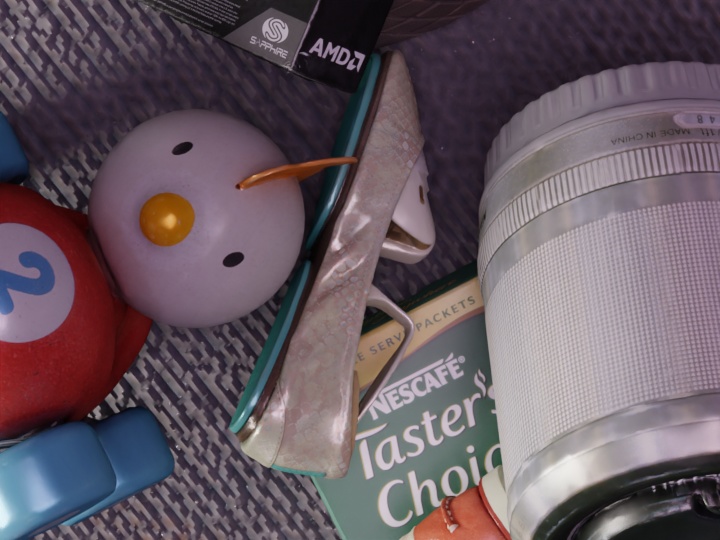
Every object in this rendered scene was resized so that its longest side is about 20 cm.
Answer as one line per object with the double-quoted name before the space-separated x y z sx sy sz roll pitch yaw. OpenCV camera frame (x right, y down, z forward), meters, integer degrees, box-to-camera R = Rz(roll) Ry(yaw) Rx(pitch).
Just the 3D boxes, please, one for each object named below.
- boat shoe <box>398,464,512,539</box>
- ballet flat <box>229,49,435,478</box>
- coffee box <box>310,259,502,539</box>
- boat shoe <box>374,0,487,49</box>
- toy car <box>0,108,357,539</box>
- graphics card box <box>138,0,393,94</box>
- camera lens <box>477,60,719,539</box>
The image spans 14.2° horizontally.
"boat shoe" 0.096 0.179 1.280 0.062 0.071 0.200 -37 100 11
"ballet flat" 0.000 0.000 1.286 0.062 0.067 0.201 22 74 -7
"coffee box" 0.050 0.109 1.327 0.123 0.044 0.201 -25 96 1
"boat shoe" 0.048 -0.170 1.294 0.200 0.074 0.073 -31 70 7
"toy car" -0.097 -0.011 1.232 0.199 0.177 0.185 -28 85 11
"graphics card box" -0.020 -0.191 1.257 0.125 0.051 0.201 26 95 39
"camera lens" 0.134 0.033 1.228 0.159 0.160 0.201 -5 60 -1
